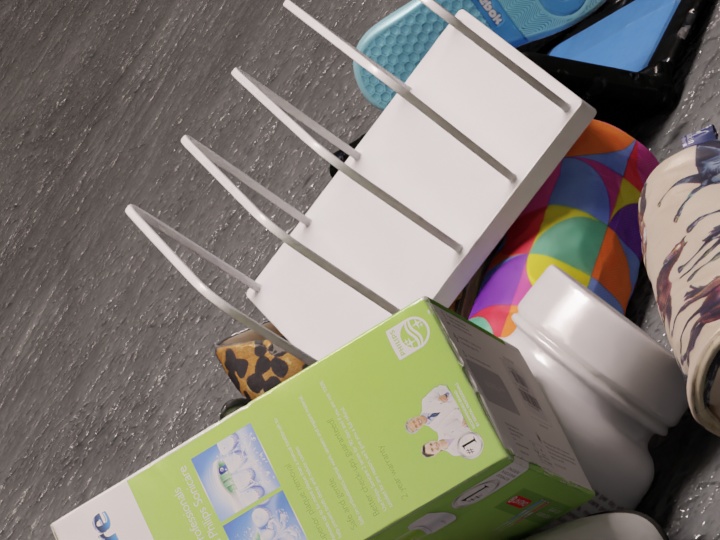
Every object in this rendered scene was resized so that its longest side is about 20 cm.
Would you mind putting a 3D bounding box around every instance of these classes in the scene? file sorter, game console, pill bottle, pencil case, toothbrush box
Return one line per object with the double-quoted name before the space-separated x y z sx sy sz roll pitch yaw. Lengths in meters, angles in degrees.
"file sorter" -0.005 -0.059 1.573 0.200 0.124 0.139 -52 37 4
"game console" 0.098 -0.123 1.772 0.200 0.175 0.117 -29 60 52
"pill bottle" 0.070 0.105 1.445 0.200 0.113 0.113 -53 19 4
"pencil case" 0.099 0.014 1.580 0.088 0.088 0.201 -30 28 50
"pencil case" 0.182 0.007 1.399 0.090 0.078 0.200 -48 20 19
"toothbrush box" -0.014 0.107 1.335 0.199 0.086 0.146 -33 -19 12

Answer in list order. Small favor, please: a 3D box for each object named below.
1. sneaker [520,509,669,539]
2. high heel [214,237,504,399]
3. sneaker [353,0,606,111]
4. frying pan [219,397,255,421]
"sneaker" 0.053 0.160 1.324 0.200 0.068 0.108 -24 -13 -5
"high heel" 0.000 0.000 1.650 0.071 0.142 0.201 -39 -33 -67
"sneaker" 0.090 -0.177 1.934 0.199 0.080 0.131 -28 4 13
"frying pan" -0.007 0.076 1.448 0.115 0.031 0.190 -44 -22 -14
